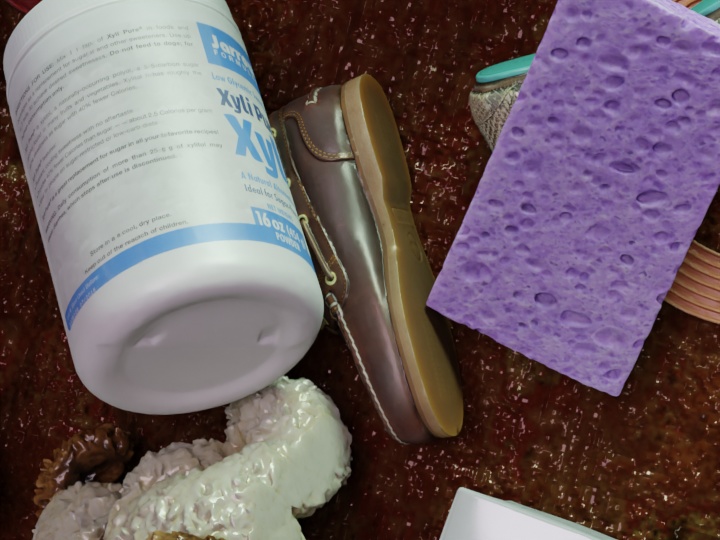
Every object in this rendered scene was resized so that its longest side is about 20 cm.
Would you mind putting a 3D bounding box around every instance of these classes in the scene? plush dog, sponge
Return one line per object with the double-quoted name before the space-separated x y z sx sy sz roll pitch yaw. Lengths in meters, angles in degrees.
"plush dog" -0.102 0.160 1.458 0.171 0.160 0.201 -16 78 37
"sponge" 0.120 -0.045 1.416 0.111 0.030 0.201 25 114 4

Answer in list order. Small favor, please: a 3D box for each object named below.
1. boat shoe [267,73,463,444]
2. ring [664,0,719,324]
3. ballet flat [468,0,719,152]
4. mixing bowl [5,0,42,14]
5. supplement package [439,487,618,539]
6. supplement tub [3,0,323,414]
"boat shoe" 0.000 0.000 1.479 0.070 0.070 0.201 -20 71 17
"ring" 0.208 -0.070 1.452 0.199 0.019 0.202 -2 82 15
"ballet flat" 0.154 -0.098 1.436 0.199 0.068 0.076 -21 99 18
"mixing bowl" -0.154 -0.236 1.533 0.199 0.108 0.201 -2 83 17
"supplement package" 0.132 0.193 1.390 0.199 0.114 0.110 19 87 19
"supplement tub" -0.103 -0.040 1.453 0.131 0.132 0.201 -24 59 12
